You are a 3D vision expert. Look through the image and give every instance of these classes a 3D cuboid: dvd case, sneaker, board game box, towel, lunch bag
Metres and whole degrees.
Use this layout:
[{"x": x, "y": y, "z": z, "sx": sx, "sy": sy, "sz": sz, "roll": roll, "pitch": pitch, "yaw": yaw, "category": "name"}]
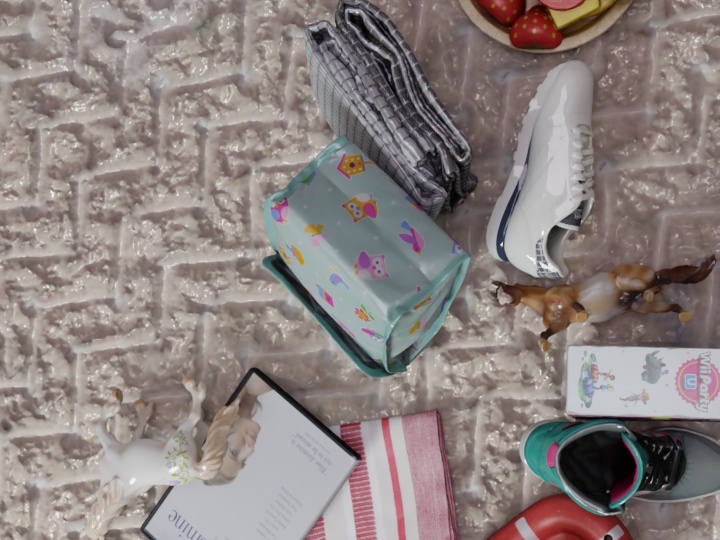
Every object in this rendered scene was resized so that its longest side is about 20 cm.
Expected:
[{"x": -0.108, "y": 0.216, "z": 1.441, "sx": 0.142, "sy": 0.018, "sz": 0.201, "roll": 38, "pitch": 98, "yaw": 19, "category": "dvd case"}, {"x": 0.247, "y": 0.172, "z": 1.325, "sx": 0.197, "sy": 0.121, "sz": 0.085, "roll": 5, "pitch": 92, "yaw": -3, "category": "sneaker"}, {"x": 0.285, "y": 0.103, "z": 1.326, "sx": 0.197, "sy": 0.147, "sz": 0.065, "roll": -1, "pitch": 84, "yaw": 11, "category": "board game box"}, {"x": 0.032, "y": -0.141, "z": 1.389, "sx": 0.085, "sy": 0.166, "sz": 0.201, "roll": -35, "pitch": 81, "yaw": -7, "category": "towel"}, {"x": 0.187, "y": -0.093, "z": 1.389, "sx": 0.080, "sy": 0.076, "sz": 0.202, "roll": 22, "pitch": 101, "yaw": 40, "category": "sneaker"}, {"x": 0.000, "y": 0.000, "z": 1.369, "sx": 0.122, "sy": 0.200, "sz": 0.170, "roll": -41, "pitch": 76, "yaw": -18, "category": "lunch bag"}, {"x": -0.010, "y": 0.221, "z": 1.436, "sx": 0.197, "sy": 0.023, "sz": 0.146, "roll": -10, "pitch": 82, "yaw": 10, "category": "towel"}]

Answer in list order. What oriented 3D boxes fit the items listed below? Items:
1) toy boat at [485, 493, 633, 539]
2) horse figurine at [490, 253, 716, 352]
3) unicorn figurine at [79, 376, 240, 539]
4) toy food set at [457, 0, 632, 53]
[{"x": 0.158, "y": 0.290, "z": 1.341, "sx": 0.199, "sy": 0.131, "sz": 0.131, "roll": -39, "pitch": 80, "yaw": 5, "category": "toy boat"}, {"x": 0.225, "y": 0.026, "z": 1.370, "sx": 0.197, "sy": 0.133, "sz": 0.051, "roll": -14, "pitch": 104, "yaw": 1, "category": "horse figurine"}, {"x": -0.209, "y": 0.183, "z": 1.441, "sx": 0.199, "sy": 0.074, "sz": 0.139, "roll": -21, "pitch": 52, "yaw": 36, "category": "unicorn figurine"}, {"x": 0.178, "y": -0.310, "z": 1.435, "sx": 0.196, "sy": 0.049, "sz": 0.202, "roll": -27, "pitch": 80, "yaw": 7, "category": "toy food set"}]
